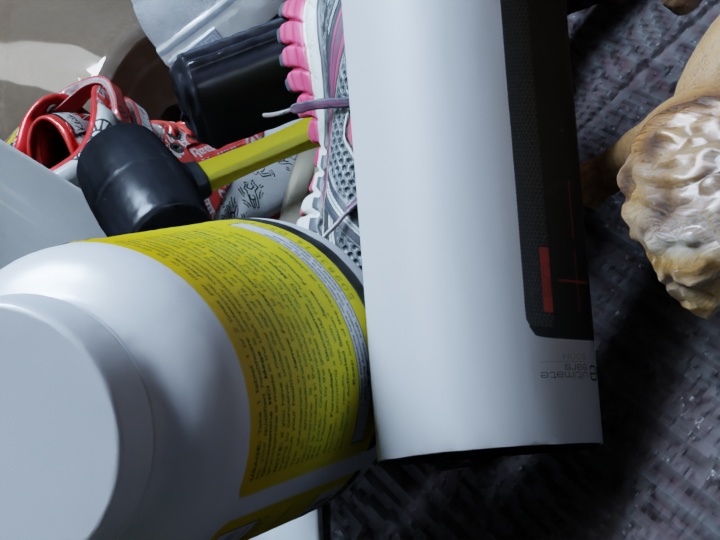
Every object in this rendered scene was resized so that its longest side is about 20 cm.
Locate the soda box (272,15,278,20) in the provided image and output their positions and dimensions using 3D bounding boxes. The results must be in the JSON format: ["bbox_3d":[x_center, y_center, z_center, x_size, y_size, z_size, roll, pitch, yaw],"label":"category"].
[{"bbox_3d":[-0.004,-0.135,1.225,0.071,0.063,0.200,-57,23,-9],"label":"soda box"}]

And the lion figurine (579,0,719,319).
[{"bbox_3d":[0.138,-0.072,0.863,0.200,0.072,0.122,-69,14,-16],"label":"lion figurine"}]

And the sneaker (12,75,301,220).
[{"bbox_3d":[-0.086,-0.051,1.146,0.067,0.108,0.201,-7,28,40],"label":"sneaker"}]

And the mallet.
[{"bbox_3d":[-0.022,-0.063,1.031,0.200,0.041,0.066,-28,44,-19],"label":"mallet"}]

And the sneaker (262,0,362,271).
[{"bbox_3d":[0.017,-0.037,0.951,0.075,0.080,0.201,-31,65,50],"label":"sneaker"}]

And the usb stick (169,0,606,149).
[{"bbox_3d":[0.017,-0.103,1.054,0.200,0.055,0.033,-21,57,-2],"label":"usb stick"}]

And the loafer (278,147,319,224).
[{"bbox_3d":[0.000,0.000,1.033,0.068,0.076,0.200,4,41,19],"label":"loafer"}]

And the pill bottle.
[{"bbox_3d":[-0.071,0.043,0.845,0.112,0.112,0.200,-44,-12,19],"label":"pill bottle"}]

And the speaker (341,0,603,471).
[{"bbox_3d":[0.037,-0.032,0.878,0.081,0.081,0.201,-14,77,55],"label":"speaker"}]

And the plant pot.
[{"bbox_3d":[-0.147,-0.084,1.305,0.174,0.200,0.201,12,66,44],"label":"plant pot"}]

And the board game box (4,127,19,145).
[{"bbox_3d":[-0.200,0.052,1.218,0.165,0.057,0.200,-60,-1,-37],"label":"board game box"}]

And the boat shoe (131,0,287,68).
[{"bbox_3d":[-0.055,-0.154,1.137,0.072,0.069,0.200,-28,16,37],"label":"boat shoe"}]

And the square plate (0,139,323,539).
[{"bbox_3d":[-0.098,0.045,0.986,0.028,0.200,0.198,-45,25,26],"label":"square plate"}]
